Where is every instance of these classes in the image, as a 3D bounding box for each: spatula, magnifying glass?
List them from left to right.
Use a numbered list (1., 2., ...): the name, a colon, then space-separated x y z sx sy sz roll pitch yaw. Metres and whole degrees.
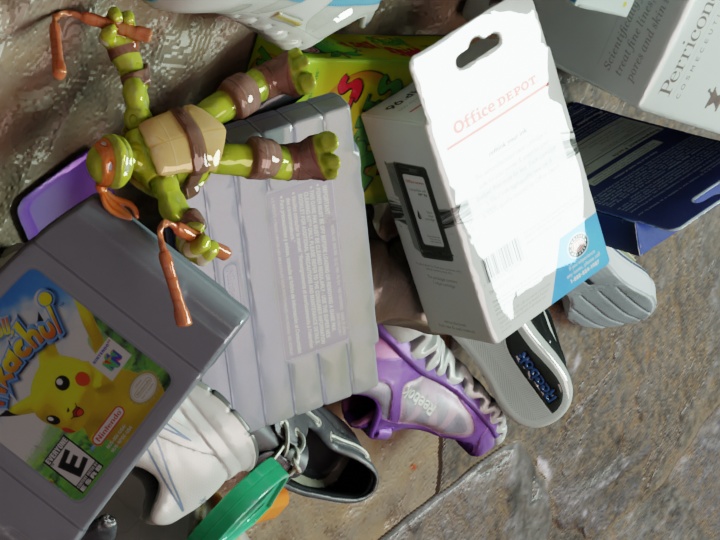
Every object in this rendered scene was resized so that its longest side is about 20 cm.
1. spatula: -0.114 -0.070 1.629 0.199 0.021 0.057 -27 138 -10
2. magnifying glass: -0.070 0.152 1.728 0.080 0.022 0.200 -46 175 3

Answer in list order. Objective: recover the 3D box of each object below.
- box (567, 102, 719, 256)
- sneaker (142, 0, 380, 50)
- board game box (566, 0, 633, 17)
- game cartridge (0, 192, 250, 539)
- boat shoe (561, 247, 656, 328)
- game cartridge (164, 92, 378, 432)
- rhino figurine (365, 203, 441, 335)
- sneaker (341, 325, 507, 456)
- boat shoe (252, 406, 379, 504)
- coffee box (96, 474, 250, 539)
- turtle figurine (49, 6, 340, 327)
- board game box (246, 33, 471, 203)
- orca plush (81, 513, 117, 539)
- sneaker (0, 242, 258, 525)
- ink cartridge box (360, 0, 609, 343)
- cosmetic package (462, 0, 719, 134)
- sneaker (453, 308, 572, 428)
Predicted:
1. box: 0.182 -0.062 1.868 0.121 0.199 0.033 -31 121 -32
2. sneaker: -0.053 -0.169 1.607 0.199 0.076 0.081 -15 129 -42
3. board game box: 0.136 -0.280 1.689 0.064 0.147 0.201 4 113 -53
4. game cartridge: -0.173 0.062 1.560 0.200 0.133 0.040 -53 178 11
5. boat shoe: 0.175 -0.009 2.020 0.200 0.071 0.062 46 35 -66
6. game cartridge: -0.054 -0.001 1.666 0.129 0.038 0.201 -21 122 -26
7. rhino figurine: 0.000 0.000 1.778 0.199 0.088 0.060 4 143 -37
8. sneaker: 0.031 0.085 1.912 0.089 0.080 0.200 -48 139 -3
9. boat shoe: -0.050 0.111 1.837 0.073 0.063 0.200 -57 145 -1
10. coffee box: -0.112 0.228 1.793 0.200 0.079 0.115 62 27 -52
11. turtle figurine: -0.093 -0.064 1.554 0.160 0.201 0.064 -14 160 -32
12. board game box: 0.002 -0.098 1.752 0.199 0.048 0.102 -4 120 -50
13. orca plush: -0.209 0.121 1.675 0.104 0.071 0.201 -12 130 13
14. sneaker: -0.148 0.067 1.605 0.087 0.074 0.200 -45 103 -16
15. ink cartridge box: 0.076 -0.070 1.734 0.116 0.068 0.201 -33 118 -32
16. cosmetic package: 0.209 -0.198 1.826 0.199 0.165 0.166 9 108 -53
17. sneaker: 0.084 0.009 1.927 0.073 0.112 0.201 -24 109 7
